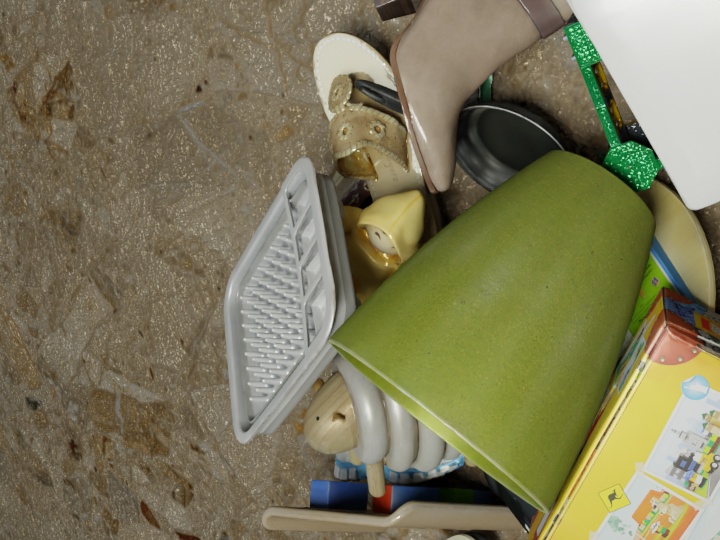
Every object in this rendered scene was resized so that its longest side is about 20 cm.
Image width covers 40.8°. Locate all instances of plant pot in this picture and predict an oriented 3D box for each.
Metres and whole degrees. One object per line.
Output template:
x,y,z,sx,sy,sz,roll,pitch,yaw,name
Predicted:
0.109,0.025,0.666,0.186,0.201,0.187,37,173,6,plant pot

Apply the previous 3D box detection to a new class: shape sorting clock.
0.190,0.026,0.743,0.199,0.039,0.204,-10,78,56,shape sorting clock

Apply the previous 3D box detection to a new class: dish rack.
-0.056,0.029,0.789,0.201,0.043,0.174,-52,38,42,dish rack

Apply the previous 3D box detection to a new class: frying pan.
0.092,-0.106,0.797,0.188,0.031,0.116,20,153,29,frying pan

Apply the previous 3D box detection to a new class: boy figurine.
0.000,0.000,0.834,0.125,0.064,0.200,48,140,-3,boy figurine

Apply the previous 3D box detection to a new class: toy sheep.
0.046,0.106,0.811,0.138,0.197,0.140,164,90,-73,toy sheep

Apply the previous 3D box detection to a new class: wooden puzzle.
0.032,0.225,0.927,0.198,0.183,0.047,-16,68,44,wooden puzzle

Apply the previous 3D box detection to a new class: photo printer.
0.237,-0.145,0.533,0.198,0.070,0.168,-27,105,32,photo printer

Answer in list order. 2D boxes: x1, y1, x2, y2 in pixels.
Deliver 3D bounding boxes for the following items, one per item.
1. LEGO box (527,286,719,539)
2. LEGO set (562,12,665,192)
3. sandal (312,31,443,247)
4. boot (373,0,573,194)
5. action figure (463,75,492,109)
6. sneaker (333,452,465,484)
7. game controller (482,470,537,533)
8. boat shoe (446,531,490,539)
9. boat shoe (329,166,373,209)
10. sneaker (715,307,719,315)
0.218,0.140,0.640,0.147,0.077,0.202,27,111,8,LEGO box
0.232,-0.152,0.647,0.198,0.116,0.155,-27,105,33,LEGO set
0.010,-0.099,0.821,0.077,0.070,0.215,-19,100,26,sandal
0.092,-0.174,0.712,0.144,0.070,0.203,-16,90,10,boot
0.075,-0.183,0.810,0.117,0.054,0.203,21,122,37,action figure
0.034,0.162,0.967,0.198,0.074,0.088,-13,91,46,sneaker
0.150,0.196,0.816,0.105,0.042,0.200,65,174,-29,game controller
0.102,0.335,0.971,0.073,0.062,0.204,38,131,41,boat shoe
0.000,-0.055,0.919,0.072,0.072,0.201,47,126,22,boat shoe
0.280,0.108,0.702,0.201,0.066,0.079,50,125,16,sneaker
